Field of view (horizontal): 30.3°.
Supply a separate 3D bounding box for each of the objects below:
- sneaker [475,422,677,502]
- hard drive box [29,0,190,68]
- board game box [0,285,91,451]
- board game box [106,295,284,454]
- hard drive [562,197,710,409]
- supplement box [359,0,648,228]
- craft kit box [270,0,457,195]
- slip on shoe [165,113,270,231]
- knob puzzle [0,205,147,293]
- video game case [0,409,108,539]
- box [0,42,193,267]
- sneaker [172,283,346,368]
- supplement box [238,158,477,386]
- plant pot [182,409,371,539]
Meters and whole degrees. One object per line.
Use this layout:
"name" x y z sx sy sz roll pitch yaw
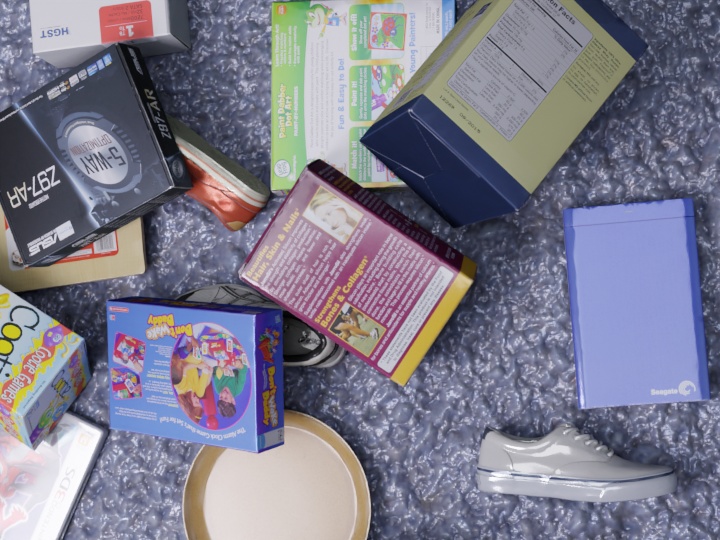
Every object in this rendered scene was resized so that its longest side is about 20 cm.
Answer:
"sneaker" 0.212 0.188 1.314 0.197 0.073 0.072 2 89 9
"hard drive box" -0.271 -0.330 1.419 0.154 0.077 0.203 -7 85 8
"board game box" -0.392 0.078 1.377 0.199 0.105 0.103 31 64 9
"board game box" -0.168 0.101 1.337 0.198 0.045 0.136 4 98 34
"hard drive" 0.277 0.034 1.339 0.130 0.025 0.203 -5 85 8
"supplement box" 0.128 -0.165 1.256 0.134 0.200 0.200 41 80 -9
"craft kit box" 0.004 -0.181 1.386 0.195 0.049 0.203 0 86 6
"slip on shoe" -0.187 -0.112 1.397 0.199 0.074 0.062 37 106 9
"knob puzzle" -0.322 -0.084 1.431 0.217 0.030 0.223 -1 86 9
"video game case" -0.393 0.213 1.425 0.198 0.023 0.184 24 89 9
"box" -0.287 -0.116 1.368 0.198 0.043 0.162 -25 83 20
"sneaker" -0.113 0.054 1.363 0.197 0.088 0.077 6 89 10
"supplement box" 0.000 0.000 1.322 0.199 0.103 0.132 35 102 0
"plant pot" -0.085 0.244 1.376 0.197 0.027 0.203 -1 86 9
